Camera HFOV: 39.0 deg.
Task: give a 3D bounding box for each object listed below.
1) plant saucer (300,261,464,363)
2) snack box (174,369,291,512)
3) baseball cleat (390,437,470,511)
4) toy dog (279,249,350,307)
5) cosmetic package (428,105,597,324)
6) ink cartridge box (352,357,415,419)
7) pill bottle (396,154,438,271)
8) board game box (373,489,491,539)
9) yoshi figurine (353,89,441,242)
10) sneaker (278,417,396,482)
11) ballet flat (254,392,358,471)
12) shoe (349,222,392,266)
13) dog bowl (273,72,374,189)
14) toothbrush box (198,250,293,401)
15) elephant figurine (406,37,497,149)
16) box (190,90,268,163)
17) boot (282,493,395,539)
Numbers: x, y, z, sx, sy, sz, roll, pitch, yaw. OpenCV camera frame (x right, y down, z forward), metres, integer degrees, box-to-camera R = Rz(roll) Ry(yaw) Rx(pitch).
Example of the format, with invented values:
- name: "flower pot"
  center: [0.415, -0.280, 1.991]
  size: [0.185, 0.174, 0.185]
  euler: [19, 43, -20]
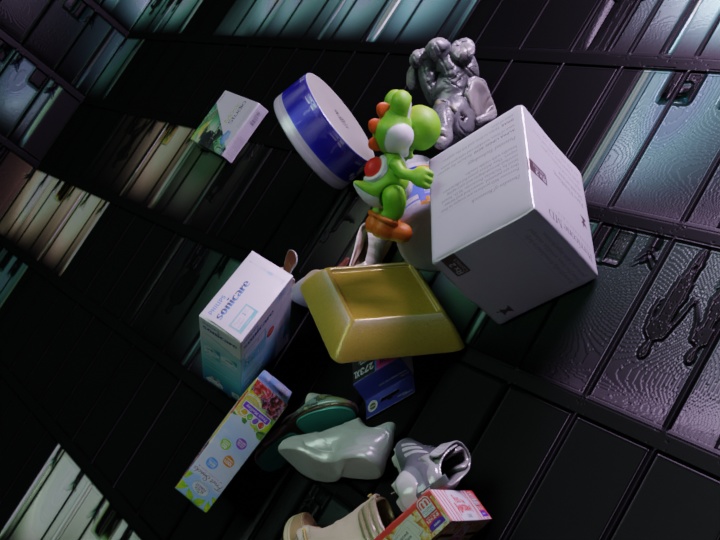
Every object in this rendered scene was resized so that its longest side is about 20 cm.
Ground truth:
- name: "plant saucer"
  center: [0.031, 0.047, 1.457]
  size: [0.201, 0.196, 0.049]
  euler: [-120, 32, -54]
- name: "snack box"
  center: [-0.190, 0.257, 1.561]
  size: [0.201, 0.067, 0.169]
  euler: [-52, 1, -1]
- name: "baseball cleat"
  center: [0.091, 0.246, 1.272]
  size: [0.105, 0.070, 0.200]
  euler: [-31, 8, 7]
- name: "toy dog"
  center: [-0.083, 0.012, 1.678]
  size: [0.197, 0.132, 0.097]
  euler: [20, 72, 28]
- name: "cosmetic package"
  center: [0.202, -0.073, 1.378]
  size: [0.163, 0.164, 0.203]
  euler: [-29, 41, 29]
- name: "ink cartridge box"
  center: [0.031, 0.116, 1.525]
  size: [0.094, 0.037, 0.203]
  euler: [-32, 41, 27]
- name: "pill bottle"
  center: [0.098, -0.097, 1.560]
  size: [0.112, 0.112, 0.201]
  euler: [-39, 29, 17]
- name: "board game box"
  center: [0.049, 0.340, 1.196]
  size: [0.200, 0.151, 0.047]
  euler: [-44, 64, 10]
- name: "yoshi figurine"
  center: [0.065, -0.146, 1.417]
  size: [0.110, 0.111, 0.204]
  euler: [12, 102, 26]
- name: "sneaker"
  center: [-0.029, 0.248, 1.457]
  size: [0.197, 0.076, 0.089]
  euler: [-5, 42, 40]
- name: "ballet flat"
  center: [-0.084, 0.230, 1.533]
  size: [0.199, 0.069, 0.072]
  euler: [-38, 28, 25]
- name: "shoe"
  center: [0.000, 0.000, 1.608]
  size: [0.069, 0.053, 0.202]
  euler: [-29, 26, 35]
- name: "dog bowl"
  center: [-0.063, -0.249, 1.817]
  size: [0.078, 0.200, 0.202]
  euler: [-36, 37, 16]
- name: "toothbrush box"
  center: [-0.182, 0.092, 1.622]
  size: [0.084, 0.202, 0.147]
  euler: [29, 57, 14]
- name: "elephant figurine"
  center: [0.150, -0.262, 1.656]
  size: [0.142, 0.152, 0.204]
  euler: [122, 138, -62]
- name: "box"
  center: [-0.301, -0.330, 2.313]
  size: [0.145, 0.036, 0.199]
  euler: [-55, 33, -4]
- name: "boot"
  center: [-0.025, 0.347, 1.336]
  size: [0.155, 0.073, 0.200]
  euler: [-39, 14, 4]
